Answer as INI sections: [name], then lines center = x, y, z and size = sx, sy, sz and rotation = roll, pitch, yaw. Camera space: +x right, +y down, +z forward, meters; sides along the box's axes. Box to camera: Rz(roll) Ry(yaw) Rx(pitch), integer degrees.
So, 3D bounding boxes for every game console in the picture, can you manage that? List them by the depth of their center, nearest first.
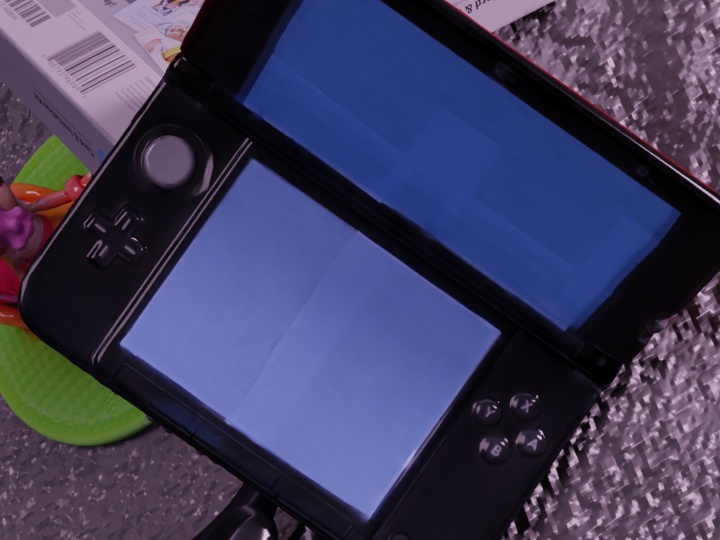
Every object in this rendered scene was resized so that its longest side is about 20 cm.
[game console]
center = 0.000, 0.000, 0.922
size = 0.200, 0.119, 0.172
rotation = 35, 86, -1

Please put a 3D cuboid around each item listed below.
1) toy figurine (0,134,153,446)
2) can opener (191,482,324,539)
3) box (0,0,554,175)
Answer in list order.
[toy figurine]
center = -0.146, -0.011, 1.060
size = 0.200, 0.184, 0.150
rotation = 11, 87, 40
[can opener]
center = -0.020, 0.081, 1.016
size = 0.200, 0.063, 0.079
rotation = -62, 19, -16
[box]
center = -0.047, -0.116, 1.070
size = 0.200, 0.041, 0.156
rotation = -30, 44, -19
